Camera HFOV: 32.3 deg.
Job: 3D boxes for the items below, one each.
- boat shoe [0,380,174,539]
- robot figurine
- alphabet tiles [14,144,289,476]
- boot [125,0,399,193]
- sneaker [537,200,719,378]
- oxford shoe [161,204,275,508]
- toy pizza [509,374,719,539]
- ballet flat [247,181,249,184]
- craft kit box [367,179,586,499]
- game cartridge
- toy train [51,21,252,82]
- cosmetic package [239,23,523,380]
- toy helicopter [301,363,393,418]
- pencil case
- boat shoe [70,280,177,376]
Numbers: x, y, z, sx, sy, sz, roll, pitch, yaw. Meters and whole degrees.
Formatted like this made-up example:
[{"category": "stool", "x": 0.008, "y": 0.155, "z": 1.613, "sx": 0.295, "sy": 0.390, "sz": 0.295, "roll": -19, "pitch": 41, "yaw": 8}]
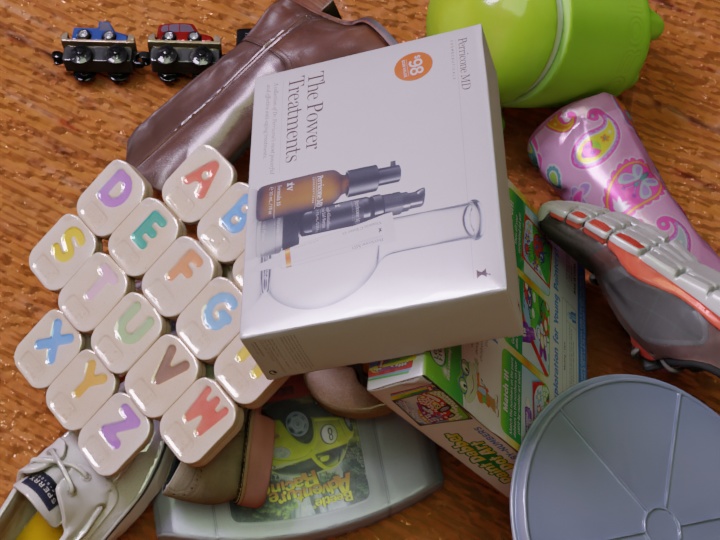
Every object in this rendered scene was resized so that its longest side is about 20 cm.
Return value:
[{"category": "boat shoe", "x": -0.192, "y": 0.147, "z": 0.808, "sx": 0.071, "sy": 0.070, "sz": 0.200, "roll": 34, "pitch": 80, "yaw": 27}, {"category": "robot figurine", "x": 0.132, "y": -0.178, "z": 0.913, "sx": 0.199, "sy": 0.176, "sz": 0.116, "roll": -6, "pitch": 43, "yaw": -40}, {"category": "alphabet tiles", "x": -0.131, "y": 0.023, "z": 0.791, "sx": 0.196, "sy": 0.015, "sz": 0.200, "roll": -46, "pitch": 64, "yaw": 4}, {"category": "boot", "x": -0.066, "y": -0.104, "z": 0.891, "sx": 0.200, "sy": 0.064, "sz": 0.186, "roll": -42, "pitch": 44, "yaw": -8}, {"category": "sneaker", "x": 0.187, "y": 0.023, "z": 0.812, "sx": 0.200, "sy": 0.082, "sz": 0.077, "roll": 37, "pitch": 26, "yaw": 32}, {"category": "oxford shoe", "x": -0.094, "y": 0.052, "z": 0.802, "sx": 0.073, "sy": 0.071, "sz": 0.201, "roll": 2, "pitch": 82, "yaw": -15}, {"category": "toy pizza", "x": 0.176, "y": 0.161, "z": 0.759, "sx": 0.199, "sy": 0.032, "sz": 0.201, "roll": 10, "pitch": 62, "yaw": -20}, {"category": "ballet flat", "x": 0.011, "y": -0.049, "z": 0.911, "sx": 0.199, "sy": 0.067, "sz": 0.071, "roll": 10, "pitch": 75, "yaw": 4}, {"category": "craft kit box", "x": 0.084, "y": 0.030, "z": 0.803, "sx": 0.048, "sy": 0.197, "sz": 0.201, "roll": -17, "pitch": 49, "yaw": 30}, {"category": "game cartridge", "x": -0.048, "y": 0.120, "z": 0.859, "sx": 0.199, "sy": 0.041, "sz": 0.134, "roll": -10, "pitch": 72, "yaw": -5}, {"category": "toy train", "x": -0.142, "y": -0.174, "z": 0.980, "sx": 0.199, "sy": 0.034, "sz": 0.046, "roll": 0, "pitch": 64, "yaw": -2}, {"category": "cosmetic package", "x": 0.010, "y": -0.044, "z": 0.727, "sx": 0.150, "sy": 0.052, "sz": 0.201, "roll": -10, "pitch": 53, "yaw": 12}, {"category": "toy helicopter", "x": 0.000, "y": 0.000, "z": 0.845, "sx": 0.132, "sy": 0.079, "sz": 0.201, "roll": 3, "pitch": 74, "yaw": 12}, {"category": "pencil case", "x": 0.198, "y": -0.030, "z": 0.901, "sx": 0.087, "sy": 0.088, "sz": 0.201, "roll": -24, "pitch": 71, "yaw": -11}, {"category": "boat shoe", "x": -0.111, "y": 0.022, "z": 0.881, "sx": 0.199, "sy": 0.072, "sz": 0.068, "roll": -22, "pitch": 28, "yaw": -17}]
